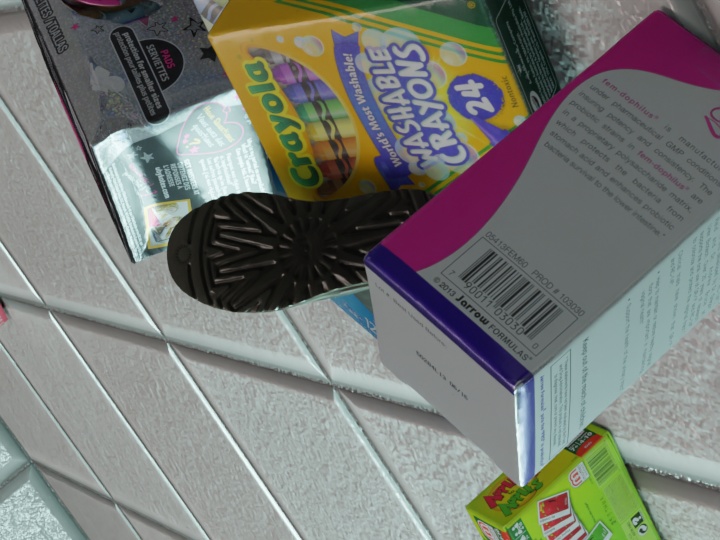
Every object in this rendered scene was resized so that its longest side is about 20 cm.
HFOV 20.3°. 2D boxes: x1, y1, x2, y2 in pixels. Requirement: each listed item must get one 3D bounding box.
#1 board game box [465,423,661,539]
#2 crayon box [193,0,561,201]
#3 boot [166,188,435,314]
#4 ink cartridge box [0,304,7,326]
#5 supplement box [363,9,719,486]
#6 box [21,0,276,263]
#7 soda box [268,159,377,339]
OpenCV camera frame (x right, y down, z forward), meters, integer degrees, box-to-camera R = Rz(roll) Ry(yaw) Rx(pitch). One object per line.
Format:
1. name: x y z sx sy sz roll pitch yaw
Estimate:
1. board game box: 0.160 0.210 1.394 0.048 0.101 0.201 22 146 56
2. crayon box: 0.004 -0.102 1.109 0.198 0.052 0.126 -5 129 30
3. boot: -0.001 0.002 1.190 0.180 0.073 0.200 -1 174 13
4. ink cartridge box: -0.560 -0.006 2.644 0.145 0.085 0.201 38 159 33
5. supplement box: 0.109 -0.013 0.954 0.101 0.200 0.104 41 160 26
6. box: -0.146 -0.133 1.356 0.133 0.114 0.201 78 166 -53
7. soda box: -0.030 -0.040 1.420 0.200 0.064 0.068 40 158 28
